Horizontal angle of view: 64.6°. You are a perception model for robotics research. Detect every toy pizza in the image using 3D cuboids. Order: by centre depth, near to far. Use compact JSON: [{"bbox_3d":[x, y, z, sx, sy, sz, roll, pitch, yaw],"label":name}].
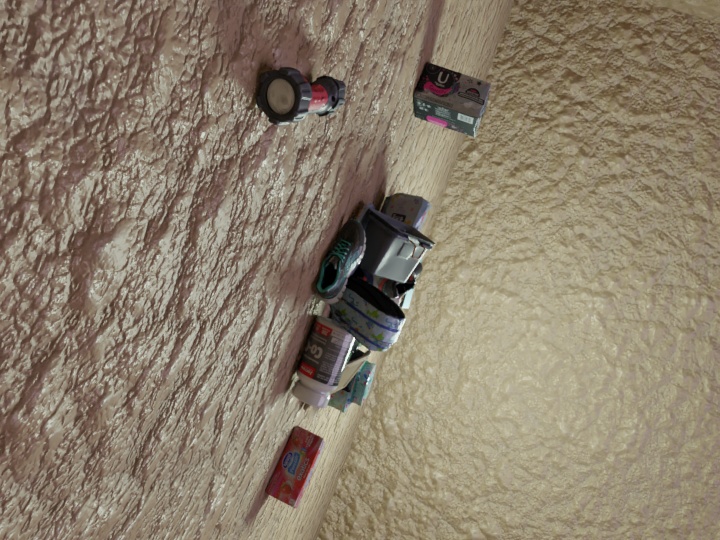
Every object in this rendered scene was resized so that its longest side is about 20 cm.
[{"bbox_3d":[-0.013,-0.078,1.467,0.200,0.031,0.205,22,89,-78],"label":"toy pizza"}]

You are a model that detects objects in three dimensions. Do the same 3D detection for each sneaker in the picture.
[{"bbox_3d":[-0.046,-0.023,1.297,0.091,0.076,0.205,34,76,-76],"label":"sneaker"},{"bbox_3d":[0.000,0.000,1.607,0.076,0.083,0.202,-54,-159,23],"label":"sneaker"},{"bbox_3d":[0.131,0.033,1.610,0.199,0.080,0.079,-34,124,-42],"label":"sneaker"}]

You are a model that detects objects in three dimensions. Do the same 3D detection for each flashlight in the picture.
[{"bbox_3d":[-0.069,-0.237,0.765,0.200,0.066,0.070,-45,152,-64],"label":"flashlight"}]

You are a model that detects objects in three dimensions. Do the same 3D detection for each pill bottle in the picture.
[{"bbox_3d":[-0.093,0.228,1.418,0.114,0.111,0.205,28,83,-80],"label":"pill bottle"}]

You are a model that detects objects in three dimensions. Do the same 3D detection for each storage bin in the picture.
[{"bbox_3d":[0.085,-0.049,1.457,0.198,0.145,0.137,13,110,-50],"label":"storage bin"}]

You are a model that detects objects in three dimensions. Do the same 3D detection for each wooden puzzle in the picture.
[{"bbox_3d":[-0.072,0.316,1.678,0.198,0.037,0.186,-23,155,-46],"label":"wooden puzzle"}]

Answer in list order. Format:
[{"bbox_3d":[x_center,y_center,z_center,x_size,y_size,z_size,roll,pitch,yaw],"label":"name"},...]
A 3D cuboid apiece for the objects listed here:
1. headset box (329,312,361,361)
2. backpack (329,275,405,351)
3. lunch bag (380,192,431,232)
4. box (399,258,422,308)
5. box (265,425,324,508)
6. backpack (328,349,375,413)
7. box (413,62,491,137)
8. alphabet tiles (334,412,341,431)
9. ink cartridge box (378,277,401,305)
[{"bbox_3d":[-0.032,0.151,1.646,0.174,0.091,0.205,-36,146,-71],"label":"headset box"},{"bbox_3d":[0.017,0.102,1.375,0.162,0.197,0.158,21,87,-54],"label":"backpack"},{"bbox_3d":[0.114,-0.129,1.653,0.173,0.125,0.199,-67,-160,-5],"label":"lunch bag"},{"bbox_3d":[0.136,0.010,1.806,0.049,0.081,0.206,7,99,-59],"label":"box"},{"bbox_3d":[-0.185,0.571,1.656,0.103,0.093,0.204,87,26,-66],"label":"box"},{"bbox_3d":[-0.037,0.385,1.964,0.204,0.148,0.177,-66,172,11],"label":"backpack"},{"bbox_3d":[0.262,-0.490,1.635,0.132,0.195,0.117,60,52,-77],"label":"box"},{"bbox_3d":[-0.075,0.643,2.629,0.167,0.006,0.204,65,46,-77],"label":"alphabet tiles"},{"bbox_3d":[0.087,0.048,1.730,0.116,0.066,0.205,-142,-112,-77],"label":"ink cartridge box"}]
